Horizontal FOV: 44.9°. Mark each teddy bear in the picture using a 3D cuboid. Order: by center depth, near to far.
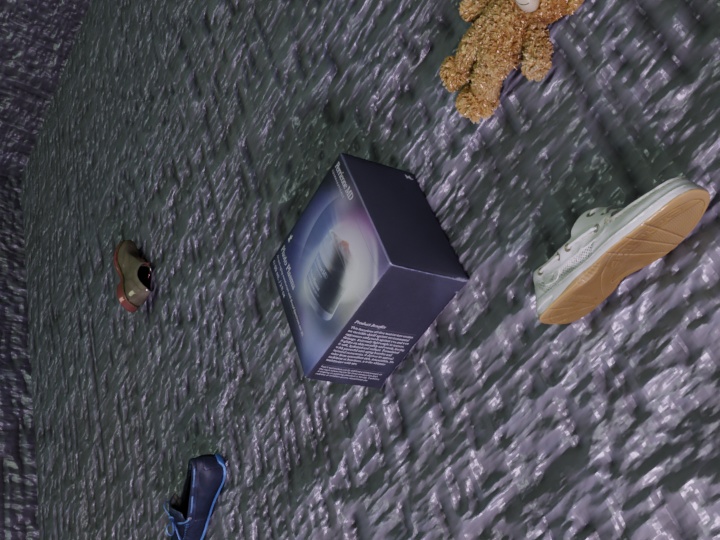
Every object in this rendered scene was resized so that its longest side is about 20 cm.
[{"bbox_3d":[0.154,-0.259,0.962,0.200,0.067,0.145,-33,57,48],"label":"teddy bear"}]

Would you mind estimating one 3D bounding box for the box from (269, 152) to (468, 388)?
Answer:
[{"bbox_3d":[0.000,0.000,1.064,0.199,0.123,0.200,-54,41,30],"label":"box"}]

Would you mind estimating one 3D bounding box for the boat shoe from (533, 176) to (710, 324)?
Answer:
[{"bbox_3d":[0.221,-0.028,0.786,0.200,0.071,0.069,-46,47,41],"label":"boat shoe"}]

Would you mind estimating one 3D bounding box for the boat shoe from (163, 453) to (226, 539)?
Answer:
[{"bbox_3d":[-0.283,0.379,1.415,0.084,0.068,0.201,36,110,54],"label":"boat shoe"}]

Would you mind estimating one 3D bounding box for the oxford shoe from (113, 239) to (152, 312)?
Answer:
[{"bbox_3d":[-0.469,0.000,1.833,0.075,0.070,0.200,-33,47,13],"label":"oxford shoe"}]
